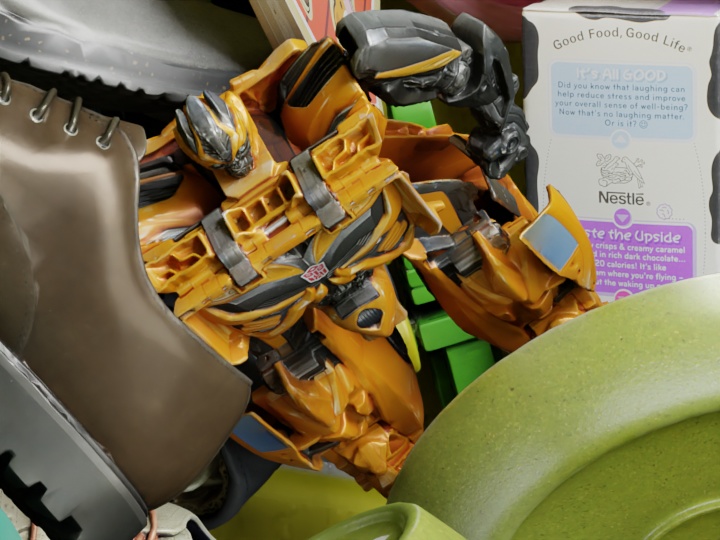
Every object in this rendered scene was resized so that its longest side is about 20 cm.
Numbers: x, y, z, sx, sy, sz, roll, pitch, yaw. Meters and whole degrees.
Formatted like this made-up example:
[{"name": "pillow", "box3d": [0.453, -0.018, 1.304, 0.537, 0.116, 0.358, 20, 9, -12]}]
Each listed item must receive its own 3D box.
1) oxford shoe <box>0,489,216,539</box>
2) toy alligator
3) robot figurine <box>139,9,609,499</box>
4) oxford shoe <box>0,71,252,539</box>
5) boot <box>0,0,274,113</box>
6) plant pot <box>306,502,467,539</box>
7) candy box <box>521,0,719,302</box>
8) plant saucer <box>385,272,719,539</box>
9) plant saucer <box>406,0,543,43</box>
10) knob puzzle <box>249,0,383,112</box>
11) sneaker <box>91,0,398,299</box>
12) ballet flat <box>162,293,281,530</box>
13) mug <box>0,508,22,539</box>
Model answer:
[{"name": "oxford shoe", "box3d": [-0.089, 0.077, 0.855, 0.200, 0.074, 0.071, 34, 49, -43]}, {"name": "toy alligator", "box3d": [0.034, 0.019, 1.033, 0.054, 0.059, 0.200, -112, -173, -70]}, {"name": "robot figurine", "box3d": [0.000, 0.000, 0.833, 0.058, 0.145, 0.200, 61, 10, 28]}, {"name": "oxford shoe", "box3d": [-0.103, -0.025, 0.730, 0.084, 0.073, 0.200, -42, 106, -12]}, {"name": "boot", "box3d": [-0.094, -0.118, 0.791, 0.200, 0.070, 0.132, 14, 84, -32]}, {"name": "plant pot", "box3d": [0.031, 0.165, 0.730, 0.200, 0.187, 0.187, 56, 46, -7]}, {"name": "candy box", "box3d": [0.117, -0.011, 1.040, 0.168, 0.072, 0.200, -36, 127, -63]}, {"name": "plant saucer", "box3d": [0.107, 0.079, 0.905, 0.200, 0.200, 0.031, 34, 29, -41]}, {"name": "plant saucer", "box3d": [0.035, -0.180, 1.056, 0.200, 0.051, 0.201, 7, 81, -48]}, {"name": "knob puzzle", "box3d": [-0.016, -0.128, 0.846, 0.220, 0.030, 0.220, -14, 90, -81]}, {"name": "sneaker", "box3d": [-0.041, -0.051, 0.926, 0.071, 0.083, 0.200, -48, 120, -41]}, {"name": "ballet flat", "box3d": [-0.088, 0.009, 0.878, 0.200, 0.073, 0.073, 53, 50, -34]}, {"name": "mug", "box3d": [-0.158, 0.088, 0.700, 0.152, 0.185, 0.114, -36, 121, -8]}]
